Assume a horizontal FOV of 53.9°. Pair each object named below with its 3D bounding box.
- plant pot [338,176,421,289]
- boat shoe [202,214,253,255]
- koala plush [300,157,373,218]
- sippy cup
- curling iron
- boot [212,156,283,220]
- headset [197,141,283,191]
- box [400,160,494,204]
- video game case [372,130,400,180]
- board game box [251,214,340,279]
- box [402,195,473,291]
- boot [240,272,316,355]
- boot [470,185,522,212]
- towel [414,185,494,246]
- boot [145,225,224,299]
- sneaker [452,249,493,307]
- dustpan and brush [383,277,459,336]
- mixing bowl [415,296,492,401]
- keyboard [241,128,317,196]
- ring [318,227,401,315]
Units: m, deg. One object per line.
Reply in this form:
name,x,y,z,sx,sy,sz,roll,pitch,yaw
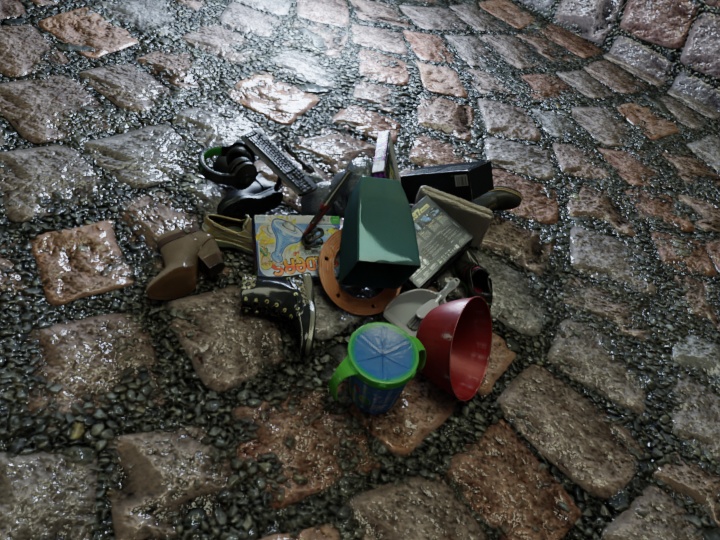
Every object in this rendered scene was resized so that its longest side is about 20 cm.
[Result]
plant pot,0.034,-0.085,1.496,0.137,0.141,0.206,4,70,-18
boat shoe,-0.249,-0.084,1.554,0.194,0.077,0.073,5,41,-16
koala plush,-0.055,-0.168,1.663,0.194,0.185,0.182,-7,62,11
sippy cup,0.032,0.191,1.313,0.172,0.132,0.142,12,45,0
curling iron,-0.069,-0.134,1.546,0.049,0.026,0.204,28,72,-3
boot,-0.297,-0.197,1.656,0.168,0.078,0.198,42,40,20
headset,-0.269,-0.224,1.600,0.194,0.096,0.125,2,41,-16
box,0.220,-0.223,1.794,0.195,0.081,0.140,0,20,35
video game case,0.070,-0.203,1.717,0.035,0.204,0.184,-6,39,12
board game box,-0.136,-0.049,1.539,0.194,0.034,0.140,-2,79,-22
box,0.141,-0.058,1.638,0.157,0.051,0.199,42,65,17
boot,-0.166,0.083,1.413,0.149,0.075,0.207,3,43,-11
boot,0.336,-0.149,1.859,0.193,0.079,0.141,-2,47,-2
towel,0.222,-0.133,1.742,0.195,0.134,0.035,22,55,3
boot,-0.379,-0.023,1.455,0.197,0.072,0.146,-22,48,-38
sneaker,0.269,0.014,1.636,0.074,0.085,0.203,2,43,-18
dustpan and brush,0.157,0.076,1.542,0.139,0.058,0.199,39,42,16
mixing bowl,0.176,0.145,1.402,0.106,0.205,0.200,8,32,33
keyboard,-0.172,-0.253,1.620,0.200,0.021,0.127,45,33,6
ring,0.000,0.000,1.543,0.194,0.019,0.207,6,70,-17
